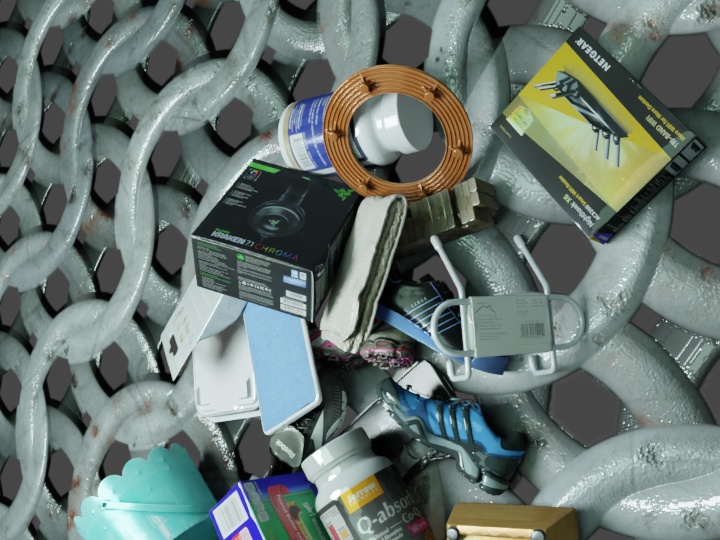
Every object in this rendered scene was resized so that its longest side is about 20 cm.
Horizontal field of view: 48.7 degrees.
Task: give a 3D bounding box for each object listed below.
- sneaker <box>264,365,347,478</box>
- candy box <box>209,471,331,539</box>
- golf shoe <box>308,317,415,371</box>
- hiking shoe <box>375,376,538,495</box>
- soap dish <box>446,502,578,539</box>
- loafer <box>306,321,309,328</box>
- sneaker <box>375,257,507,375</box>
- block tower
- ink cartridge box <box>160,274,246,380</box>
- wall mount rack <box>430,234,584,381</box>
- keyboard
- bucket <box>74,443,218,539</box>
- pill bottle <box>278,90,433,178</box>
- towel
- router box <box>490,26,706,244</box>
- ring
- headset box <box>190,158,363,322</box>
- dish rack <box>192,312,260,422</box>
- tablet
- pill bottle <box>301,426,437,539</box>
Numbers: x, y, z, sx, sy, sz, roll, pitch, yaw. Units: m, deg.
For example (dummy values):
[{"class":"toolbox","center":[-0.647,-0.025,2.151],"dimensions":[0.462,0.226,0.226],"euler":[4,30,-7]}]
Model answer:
[{"class":"sneaker","center":[-0.079,0.227,1.098],"dimensions":[0.066,0.090,0.202],"euler":[31,110,26]},{"class":"candy box","center":[-0.074,0.353,1.025],"dimensions":[0.077,0.199,0.170],"euler":[-42,62,22]},{"class":"golf shoe","center":[-0.009,0.088,1.101],"dimensions":[0.198,0.073,0.093],"euler":[-5,64,29]},{"class":"hiking shoe","center":[0.112,0.184,0.978],"dimensions":[0.199,0.074,0.087],"euler":[35,89,10]},{"class":"soap dish","center":[0.173,0.374,0.910],"dimensions":[0.156,0.081,0.203],"euler":[-9,77,36]},{"class":"loafer","center":[-0.112,0.036,1.174],"dimensions":[0.068,0.075,0.203],"euler":[1,80,42]},{"class":"sneaker","center":[0.101,0.056,0.992],"dimensions":[0.198,0.070,0.079],"euler":[28,96,13]},{"class":"block tower","center":[0.083,-0.060,1.054],"dimensions":[0.199,0.058,0.055],"euler":[-21,71,34]},{"class":"ink cartridge box","center":[-0.234,0.056,1.232],"dimensions":[0.202,0.057,0.163],"euler":[-63,27,10]},{"class":"wall mount rack","center":[0.158,0.038,0.934],"dimensions":[0.074,0.197,0.176],"euler":[154,114,-68]},{"class":"keyboard","center":[0.055,0.222,1.060],"dimensions":[0.200,0.020,0.128],"euler":[-46,58,24]},{"class":"bucket","center":[-0.309,0.379,1.204],"dimensions":[0.135,0.206,0.208],"euler":[45,110,22]},{"class":"pill bottle","center":[-0.007,-0.195,1.102],"dimensions":[0.198,0.115,0.117],"euler":[-6,80,34]},{"class":"towel","center":[0.000,0.000,1.008],"dimensions":[0.132,0.034,0.202],"euler":[-168,96,-72]},{"class":"router box","center":[0.270,-0.157,0.928],"dimensions":[0.157,0.052,0.201],"euler":[-48,59,22]},{"class":"ring","center":[0.045,-0.164,1.015],"dimensions":[0.199,0.201,0.019],"euler":[-25,27,32]},{"class":"headset box","center":[-0.104,-0.050,1.080],"dimensions":[0.172,0.201,0.094],"euler":[17,134,13]},{"class":"dish rack","center":[-0.210,0.133,1.257],"dimensions":[0.170,0.043,0.203],"euler":[-14,76,35]},{"class":"tablet","center":[-0.111,0.111,1.100],"dimensions":[0.130,0.014,0.202],"euler":[-37,56,37]},{"class":"pill bottle","center":[0.013,0.309,1.001],"dimensions":[0.116,0.116,0.201],"euler":[-40,72,26]}]
